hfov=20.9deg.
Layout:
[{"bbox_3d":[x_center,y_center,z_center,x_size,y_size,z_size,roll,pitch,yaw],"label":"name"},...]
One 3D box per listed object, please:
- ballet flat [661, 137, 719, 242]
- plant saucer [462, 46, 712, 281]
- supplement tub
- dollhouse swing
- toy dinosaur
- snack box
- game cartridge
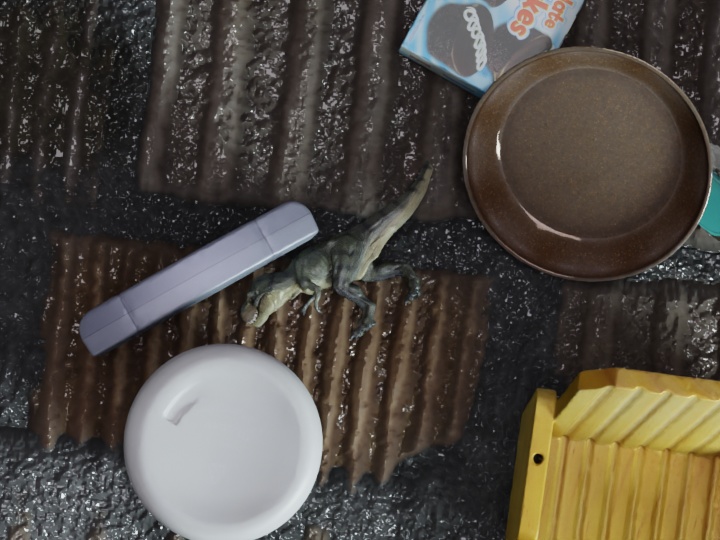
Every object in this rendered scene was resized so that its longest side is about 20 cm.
[{"bbox_3d":[0.323,-0.045,1.600,0.072,0.072,0.200,-44,93,-5],"label":"ballet flat"},{"bbox_3d":[0.183,-0.089,1.563,0.200,0.037,0.201,6,116,13],"label":"plant saucer"},{"bbox_3d":[-0.105,0.129,1.485,0.144,0.200,0.145,0,88,-5],"label":"supplement tub"},{"bbox_3d":[0.231,0.173,1.521,0.199,0.176,0.182,8,87,-5],"label":"dollhouse swing"},{"bbox_3d":[0.000,0.000,1.578,0.200,0.047,0.088,-35,84,-8],"label":"toy dinosaur"},{"bbox_3d":[0.128,-0.240,1.600,0.116,0.037,0.200,28,86,-3],"label":"snack box"},{"bbox_3d":[-0.127,0.005,1.523,0.200,0.133,0.041,-29,94,-6],"label":"game cartridge"}]
